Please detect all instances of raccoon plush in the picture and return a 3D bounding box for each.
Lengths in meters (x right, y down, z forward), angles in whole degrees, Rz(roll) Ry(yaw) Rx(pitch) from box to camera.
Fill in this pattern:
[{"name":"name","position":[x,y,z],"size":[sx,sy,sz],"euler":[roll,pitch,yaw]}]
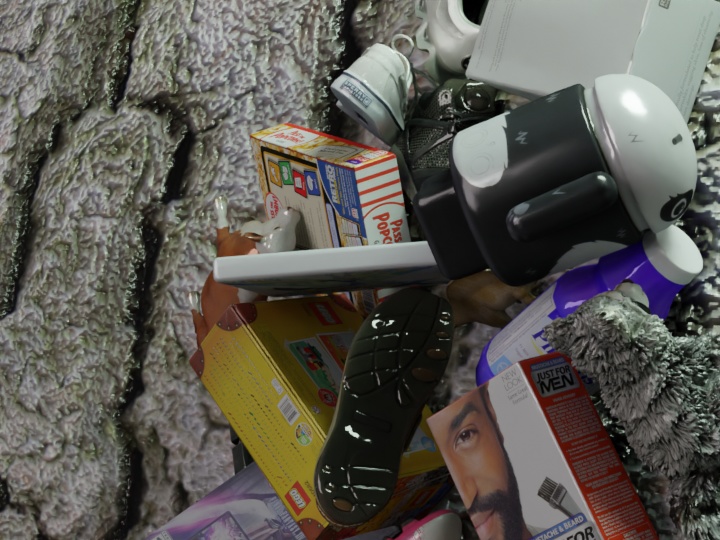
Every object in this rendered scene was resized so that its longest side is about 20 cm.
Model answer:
[{"name":"raccoon plush","position":[0.203,0.104,1.179],"size":[0.097,0.134,0.200],"euler":[-38,50,39]}]

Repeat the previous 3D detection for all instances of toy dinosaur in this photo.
[{"name":"toy dinosaur","position":[0.105,0.024,1.374],"size":[0.200,0.101,0.058],"euler":[-38,49,41]}]

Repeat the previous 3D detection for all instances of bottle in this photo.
[{"name":"bottle","position":[0.174,0.041,1.289],"size":[0.200,0.084,0.065],"euler":[-44,10,35]}]

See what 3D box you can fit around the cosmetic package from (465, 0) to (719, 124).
[{"name":"cosmetic package","position":[0.184,-0.183,1.362],"size":[0.200,0.081,0.113],"euler":[27,100,53]}]

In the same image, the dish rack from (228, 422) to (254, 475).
[{"name":"dish rack","position":[-0.055,0.132,1.602],"size":[0.200,0.055,0.153],"euler":[-37,51,39]}]

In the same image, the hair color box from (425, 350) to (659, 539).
[{"name":"hair color box","position":[0.140,0.173,1.247],"size":[0.111,0.064,0.200],"euler":[-38,70,42]}]

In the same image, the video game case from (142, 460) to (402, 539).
[{"name":"video game case","position":[-0.083,0.235,1.464],"size":[0.200,0.019,0.143],"euler":[-35,54,-8]}]

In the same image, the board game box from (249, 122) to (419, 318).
[{"name":"board game box","position":[-0.026,-0.046,1.565],"size":[0.200,0.046,0.152],"euler":[23,128,56]}]

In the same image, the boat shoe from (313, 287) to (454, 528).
[{"name":"boat shoe","position":[0.012,0.107,1.310],"size":[0.074,0.076,0.200],"euler":[107,-172,-65]}]

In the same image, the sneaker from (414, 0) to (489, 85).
[{"name":"sneaker","position":[0.088,-0.273,1.538],"size":[0.089,0.074,0.200],"euler":[-34,61,44]}]

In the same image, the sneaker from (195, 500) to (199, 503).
[{"name":"sneaker","position":[-0.067,0.255,1.565],"size":[0.200,0.091,0.066],"euler":[-3,36,35]}]

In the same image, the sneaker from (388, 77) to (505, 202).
[{"name":"sneaker","position":[0.092,-0.096,1.459],"size":[0.114,0.076,0.199],"euler":[-68,30,22]}]

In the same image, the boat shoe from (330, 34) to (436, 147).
[{"name":"boat shoe","position":[0.024,-0.170,1.533],"size":[0.075,0.202,0.086],"euler":[39,90,9]}]

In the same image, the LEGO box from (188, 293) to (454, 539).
[{"name":"LEGO box","position":[-0.026,0.119,1.429],"size":[0.077,0.149,0.200],"euler":[-52,61,30]}]

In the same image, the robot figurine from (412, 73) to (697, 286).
[{"name":"robot figurine","position":[0.142,-0.061,1.221],"size":[0.200,0.125,0.150],"euler":[-22,49,14]}]

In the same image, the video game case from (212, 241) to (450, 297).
[{"name":"video game case","position":[0.000,0.000,1.389],"size":[0.200,0.182,0.022],"euler":[-4,84,11]}]

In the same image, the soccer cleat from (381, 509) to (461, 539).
[{"name":"soccer cleat","position":[0.035,0.282,1.421],"size":[0.200,0.070,0.086],"euler":[-52,58,32]}]

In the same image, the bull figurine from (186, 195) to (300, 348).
[{"name":"bull figurine","position":[-0.115,0.006,1.619],"size":[0.121,0.065,0.200],"euler":[-111,37,-51]}]
